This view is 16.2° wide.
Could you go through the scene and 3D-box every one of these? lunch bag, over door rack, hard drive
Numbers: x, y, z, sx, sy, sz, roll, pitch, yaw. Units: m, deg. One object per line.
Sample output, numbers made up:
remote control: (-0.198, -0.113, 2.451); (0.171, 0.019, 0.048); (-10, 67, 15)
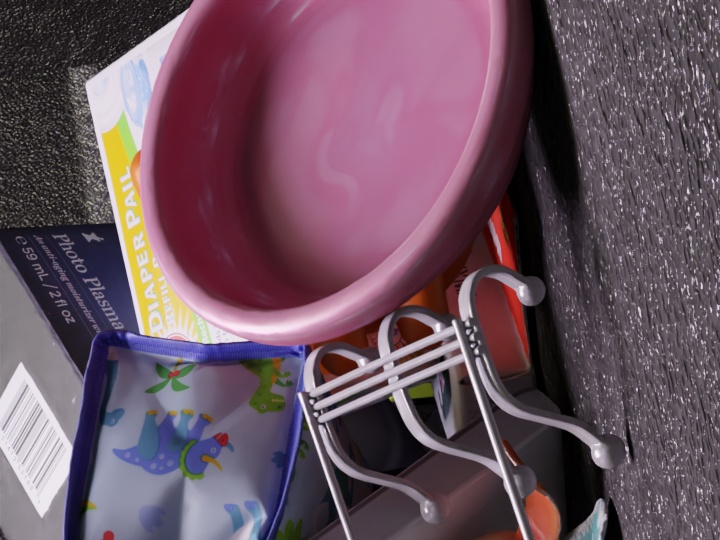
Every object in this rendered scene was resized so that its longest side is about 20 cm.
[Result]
lunch bag: (-0.071, 0.150, 1.130); (0.170, 0.127, 0.201); (62, -149, -63)
over door rack: (0.044, 0.111, 0.983); (0.148, 0.066, 0.201); (-29, 67, 59)
hard drive: (0.040, 0.153, 1.152); (0.026, 0.132, 0.200); (42, 156, 33)

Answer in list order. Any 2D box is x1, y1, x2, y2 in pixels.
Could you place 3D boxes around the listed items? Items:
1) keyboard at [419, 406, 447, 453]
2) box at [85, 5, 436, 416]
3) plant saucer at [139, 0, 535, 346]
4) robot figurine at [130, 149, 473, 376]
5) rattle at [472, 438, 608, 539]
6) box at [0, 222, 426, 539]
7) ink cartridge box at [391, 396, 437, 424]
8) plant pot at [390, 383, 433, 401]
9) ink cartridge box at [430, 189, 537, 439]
keyboard: (0.022, 0.158, 1.419); (0.056, 0.011, 0.200); (45, 120, 27)
box: (-0.052, -0.022, 1.278); (0.112, 0.101, 0.201); (-28, 72, 49)
plant saucer: (-0.004, -0.063, 1.025); (0.051, 0.200, 0.201); (24, -137, -45)
robot figurine: (-0.019, -0.050, 1.149); (0.116, 0.144, 0.201); (22, -143, -41)
rattle: (0.094, 0.159, 1.106); (0.130, 0.142, 0.201); (21, 110, 49)
box: (-0.103, 0.078, 1.387); (0.200, 0.198, 0.123); (55, 128, 29)
ink cartridge box: (-0.008, 0.166, 1.508); (0.083, 0.199, 0.148); (-1, -103, -48)
plant pot: (-0.014, 0.159, 1.715); (0.199, 0.181, 0.201); (-109, 10, -73)
ink cartridge box: (0.050, 0.001, 1.261); (0.200, 0.043, 0.174); (-105, 4, -58)
